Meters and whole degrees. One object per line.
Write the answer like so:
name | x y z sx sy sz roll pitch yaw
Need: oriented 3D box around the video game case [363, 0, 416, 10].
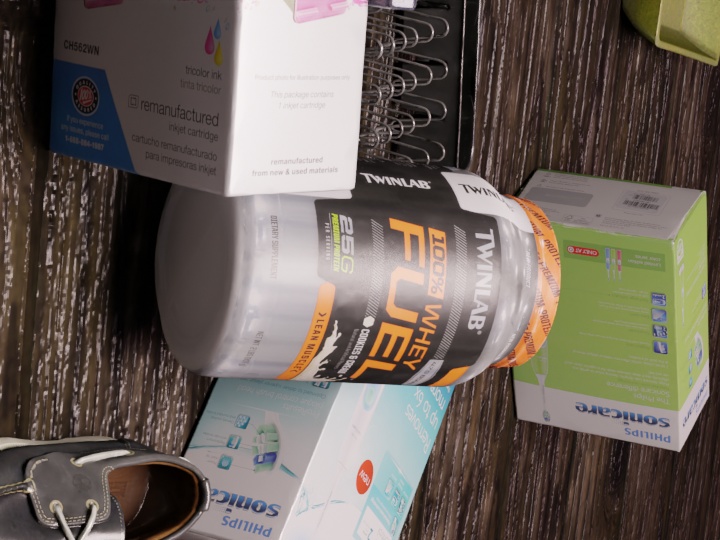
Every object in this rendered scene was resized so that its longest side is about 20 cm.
video game case | -0.025 -0.207 0.875 0.019 0.200 0.144 -2 103 -31

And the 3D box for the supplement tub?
supplement tub | 0.000 0.000 0.965 0.199 0.122 0.123 3 97 -28

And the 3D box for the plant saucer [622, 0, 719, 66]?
plant saucer | 0.289 -0.295 1.620 0.200 0.048 0.201 -1 100 -64

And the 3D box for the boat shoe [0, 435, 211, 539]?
boat shoe | -0.148 0.120 0.869 0.200 0.067 0.072 -9 108 -61

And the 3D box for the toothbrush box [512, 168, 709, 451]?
toothbrush box | 0.199 0.031 1.442 0.086 0.145 0.201 -48 138 -48

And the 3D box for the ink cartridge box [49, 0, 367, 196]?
ink cartridge box | -0.070 -0.145 0.831 0.084 0.144 0.201 -5 104 -44

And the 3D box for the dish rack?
dish rack | 0.011 -0.119 1.116 0.200 0.054 0.154 -28 122 -58

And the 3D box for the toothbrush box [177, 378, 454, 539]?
toothbrush box | -0.024 0.100 1.087 0.201 0.085 0.147 -66 150 -24
